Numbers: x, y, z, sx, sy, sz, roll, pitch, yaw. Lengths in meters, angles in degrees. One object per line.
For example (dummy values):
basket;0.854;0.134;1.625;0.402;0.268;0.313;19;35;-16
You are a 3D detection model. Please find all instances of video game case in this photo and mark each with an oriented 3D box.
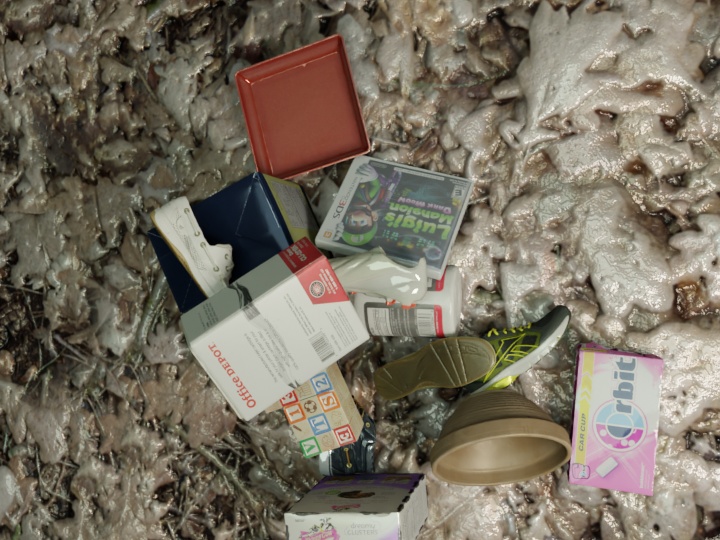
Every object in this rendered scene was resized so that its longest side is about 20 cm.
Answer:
video game case;0.054;-0.088;1.062;0.198;0.023;0.183;15;59;15

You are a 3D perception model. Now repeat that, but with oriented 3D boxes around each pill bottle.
pill bottle;0.051;0.045;1.064;0.198;0.111;0.112;2;90;15

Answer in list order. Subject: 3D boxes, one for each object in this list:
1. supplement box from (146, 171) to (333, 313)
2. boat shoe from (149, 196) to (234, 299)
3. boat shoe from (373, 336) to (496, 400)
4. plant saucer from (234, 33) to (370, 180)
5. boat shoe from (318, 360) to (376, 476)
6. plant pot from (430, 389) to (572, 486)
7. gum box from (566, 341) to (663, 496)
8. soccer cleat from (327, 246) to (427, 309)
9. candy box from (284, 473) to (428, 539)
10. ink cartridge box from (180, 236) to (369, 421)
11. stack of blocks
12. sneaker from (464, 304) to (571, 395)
supplement box;-0.177;-0.039;1.081;0.199;0.200;0.135;-26;84;14
boat shoe;-0.203;-0.012;0.949;0.069;0.071;0.201;-36;96;-13
boat shoe;0.115;0.144;1.044;0.200;0.063;0.074;-26;83;30
plant saucer;-0.093;-0.259;1.147;0.198;0.037;0.202;-15;86;14
boat shoe;-0.020;0.224;1.110;0.090;0.071;0.203;-2;90;4
plant pot;0.194;0.234;1.004;0.199;0.201;0.093;-16;53;14
gum box;0.363;0.206;0.999;0.112;0.066;0.202;5;90;14
soccer cleat;0.000;0.000;0.993;0.198;0.069;0.078;11;96;14
candy box;0.001;0.360;1.028;0.166;0.200;0.072;-5;88;16
ink cartridge box;-0.111;0.075;0.908;0.199;0.084;0.145;-33;121;-9
stack of blocks;-0.089;0.170;1.034;0.114;0.059;0.202;-22;98;15
sneaker;0.223;0.112;1.035;0.200;0.074;0.085;-43;79;11
